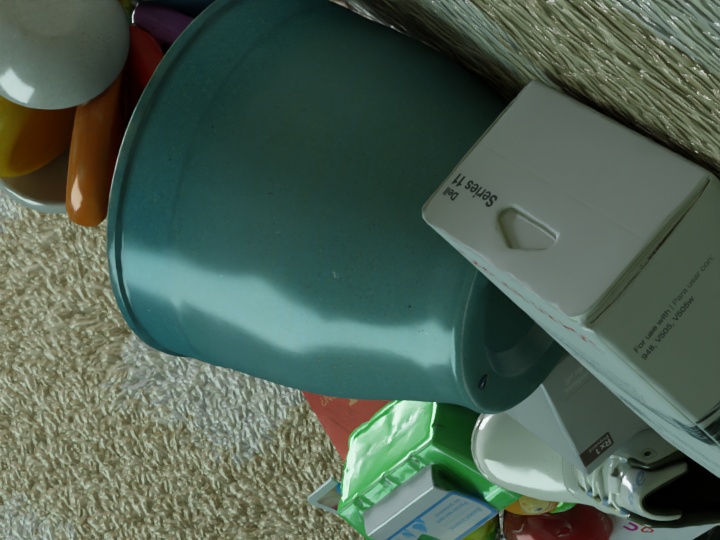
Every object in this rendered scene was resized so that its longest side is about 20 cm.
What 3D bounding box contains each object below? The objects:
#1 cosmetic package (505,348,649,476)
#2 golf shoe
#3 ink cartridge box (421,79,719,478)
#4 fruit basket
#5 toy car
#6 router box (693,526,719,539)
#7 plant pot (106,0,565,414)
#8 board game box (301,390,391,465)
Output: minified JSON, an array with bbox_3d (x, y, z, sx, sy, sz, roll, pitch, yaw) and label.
[{"bbox_3d":[0.089,0.011,1.242,0.200,0.107,0.090,33,159,50],"label":"cosmetic package"},{"bbox_3d":[0.144,0.099,1.219,0.200,0.079,0.097,-2,-165,24],"label":"golf shoe"},{"bbox_3d":[0.140,0.021,0.993,0.200,0.083,0.147,40,178,-35],"label":"ink cartridge box"},{"bbox_3d":[0.095,0.143,1.372,0.200,0.094,0.185,32,136,-17],"label":"fruit basket"},{"bbox_3d":[-0.113,-0.109,1.245,0.150,0.200,0.175,34,157,12],"label":"toy car"},{"bbox_3d":[0.156,0.116,1.515,0.157,0.052,0.200,32,176,-18],"label":"router box"},{"bbox_3d":[0.011,-0.023,1.130,0.188,0.200,0.200,21,169,29],"label":"plant pot"},{"bbox_3d":[0.000,0.000,1.418,0.040,0.153,0.200,-23,-100,-53],"label":"board game box"}]
